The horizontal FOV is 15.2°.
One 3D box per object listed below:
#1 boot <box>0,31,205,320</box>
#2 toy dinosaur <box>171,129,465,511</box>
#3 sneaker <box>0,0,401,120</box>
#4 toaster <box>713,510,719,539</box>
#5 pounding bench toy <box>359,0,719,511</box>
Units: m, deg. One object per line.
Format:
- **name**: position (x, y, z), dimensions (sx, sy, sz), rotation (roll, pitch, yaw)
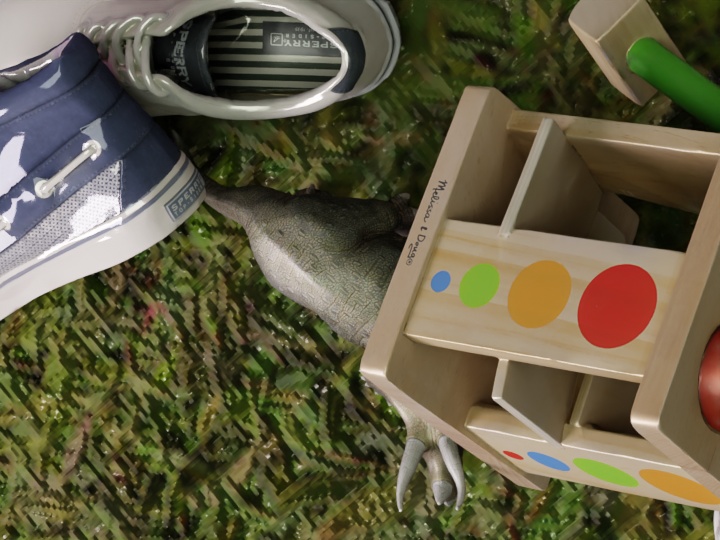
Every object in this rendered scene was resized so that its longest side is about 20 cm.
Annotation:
- **boot**: position (-0.164, -0.031, 1.165), dimensions (0.199, 0.073, 0.090), rotation (-26, 110, 30)
- **toy dinosaur**: position (0.000, 0.000, 1.130), dimensions (0.077, 0.102, 0.200), rotation (-42, 87, 17)
- **sneaker**: position (-0.084, -0.099, 1.153), dimensions (0.199, 0.071, 0.073), rotation (-3, 98, 16)
- **toaster**: position (0.220, 0.139, 1.087), dimensions (0.129, 0.114, 0.201), rotation (-8, 97, 21)
- **pounding bench toy**: position (0.125, -0.017, 1.045), dimensions (0.155, 0.124, 0.201), rotation (8, 70, 40)
